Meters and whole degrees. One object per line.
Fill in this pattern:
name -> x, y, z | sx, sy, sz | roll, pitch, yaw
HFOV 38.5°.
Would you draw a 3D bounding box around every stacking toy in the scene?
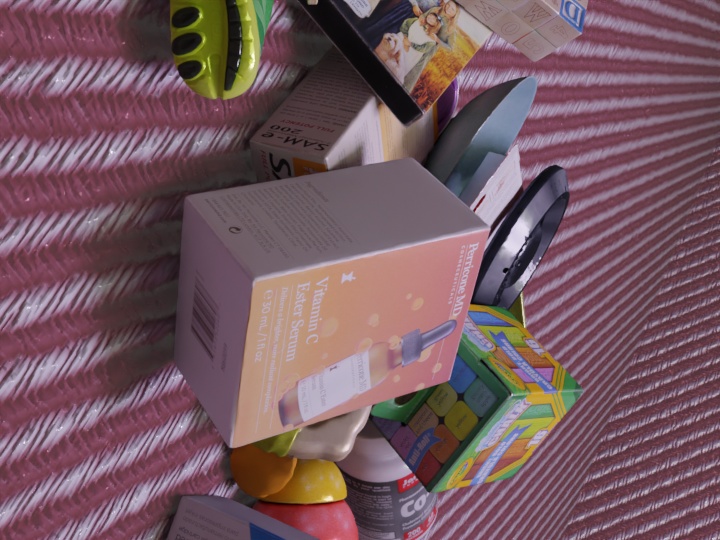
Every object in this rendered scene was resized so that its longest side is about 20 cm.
stacking toy -> -0.055, 0.221, 0.970 | 0.146, 0.145, 0.202 | 6, 84, -66

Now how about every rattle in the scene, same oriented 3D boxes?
rattle -> -0.053, 0.085, 0.924 | 0.143, 0.129, 0.202 | 89, 1, -59

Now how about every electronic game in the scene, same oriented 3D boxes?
electronic game -> 0.159, -0.019, 1.076 | 0.200, 0.041, 0.201 | -51, 162, -24

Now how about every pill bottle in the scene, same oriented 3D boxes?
pill bottle -> 0.025, 0.203, 1.116 | 0.114, 0.113, 0.201 | -54, 151, -36

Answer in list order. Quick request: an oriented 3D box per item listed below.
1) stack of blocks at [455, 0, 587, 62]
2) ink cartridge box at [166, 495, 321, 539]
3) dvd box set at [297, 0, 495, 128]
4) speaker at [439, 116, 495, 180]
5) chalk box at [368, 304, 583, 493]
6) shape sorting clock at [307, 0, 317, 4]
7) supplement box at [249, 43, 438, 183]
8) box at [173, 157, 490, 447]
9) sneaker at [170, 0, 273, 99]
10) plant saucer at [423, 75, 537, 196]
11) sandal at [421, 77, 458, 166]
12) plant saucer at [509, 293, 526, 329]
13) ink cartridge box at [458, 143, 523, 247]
stack of blocks -> 0.104, -0.282, 0.862 | 0.199, 0.058, 0.116 | 31, 58, -26
ink cartridge box -> -0.106, 0.307, 0.851 | 0.202, 0.145, 0.086 | -70, 158, -7
dvd box set -> 0.044, -0.229, 0.855 | 0.147, 0.029, 0.200 | 49, 50, -12
speaker -> 0.138, -0.103, 1.202 | 0.082, 0.081, 0.200 | -68, 157, -11
chalk box -> 0.089, 0.114, 0.945 | 0.199, 0.124, 0.125 | 5, 127, -54
shape sorting clock -> -0.029, -0.270, 0.645 | 0.200, 0.039, 0.202 | 180, -90, -83
supplement box -> -0.007, -0.112, 0.877 | 0.200, 0.073, 0.127 | -56, 151, -38
box -> -0.025, 0.019, 0.766 | 0.199, 0.106, 0.153 | -13, 131, -30
sneaker -> -0.088, -0.212, 0.655 | 0.084, 0.073, 0.202 | -97, -166, -78
plant saucer -> 0.102, -0.112, 1.010 | 0.201, 0.039, 0.201 | -51, 166, -18
sandal -> 0.066, -0.132, 1.045 | 0.204, 0.049, 0.083 | -65, 149, -27
plant saucer -> 0.111, 0.043, 1.155 | 0.199, 0.048, 0.202 | -16, 101, -49
ink cartridge box -> 0.088, -0.040, 0.959 | 0.162, 0.050, 0.200 | -55, 165, 0
